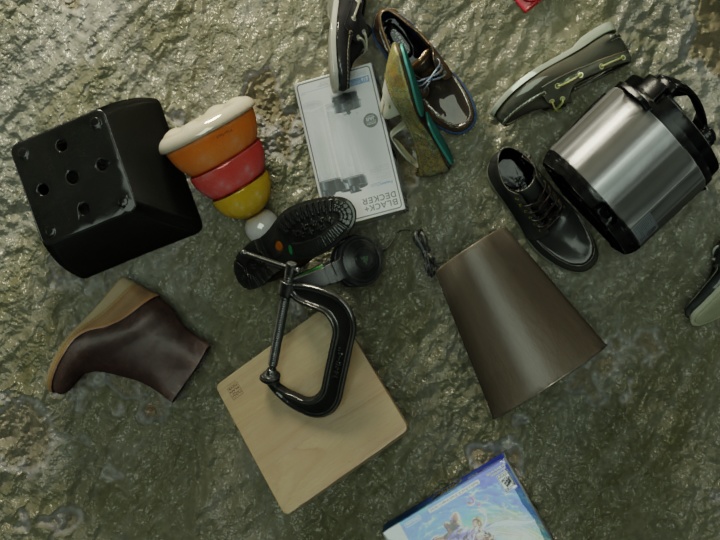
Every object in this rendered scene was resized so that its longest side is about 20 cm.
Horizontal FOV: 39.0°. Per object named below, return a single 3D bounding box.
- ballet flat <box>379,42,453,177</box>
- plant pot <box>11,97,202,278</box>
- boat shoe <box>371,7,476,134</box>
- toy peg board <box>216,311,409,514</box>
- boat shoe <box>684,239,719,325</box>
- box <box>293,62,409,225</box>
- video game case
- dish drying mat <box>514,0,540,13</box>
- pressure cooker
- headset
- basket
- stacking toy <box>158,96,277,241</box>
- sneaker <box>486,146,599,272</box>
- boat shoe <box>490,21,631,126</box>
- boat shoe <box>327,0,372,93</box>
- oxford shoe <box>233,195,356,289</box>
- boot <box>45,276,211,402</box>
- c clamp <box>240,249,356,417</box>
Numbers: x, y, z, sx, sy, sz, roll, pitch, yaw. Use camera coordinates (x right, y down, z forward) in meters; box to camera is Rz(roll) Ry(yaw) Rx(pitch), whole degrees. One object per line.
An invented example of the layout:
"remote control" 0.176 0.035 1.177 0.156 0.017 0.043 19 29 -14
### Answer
"ballet flat" 0.062 -0.201 1.331 0.070 0.071 0.201 -26 128 5
"plant pot" -0.351 -0.118 1.358 0.196 0.177 0.204 -20 87 5
"boat shoe" 0.081 -0.266 1.366 0.072 0.072 0.201 -42 86 4
"toy peg board" -0.057 0.191 1.383 0.198 0.098 0.201 -35 71 4
"boat shoe" 0.496 -0.012 1.338 0.201 0.071 0.068 -51 49 10
"box" -0.011 -0.165 1.382 0.114 0.060 0.204 -12 89 6
"video game case" 0.157 0.379 1.373 0.198 0.045 0.183 -31 88 5
"dish drying mat" 0.194 -0.453 1.382 0.076 0.018 0.201 -36 86 4
"pressure cooker" 0.354 -0.144 1.288 0.200 0.176 0.179 -43 90 8
"headset" 0.000 0.000 1.353 0.197 0.124 0.096 -23 94 -2
"basket" 0.194 0.059 1.328 0.178 0.136 0.202 -31 83 -8
"stacking toy" -0.171 -0.120 1.380 0.144 0.146 0.203 -25 104 5
"sneaker" 0.238 -0.075 1.333 0.075 0.106 0.200 -44 86 4
"boat shoe" 0.266 -0.249 1.348 0.200 0.072 0.061 -34 82 1
"boat shoe" -0.014 -0.320 1.350 0.059 0.074 0.203 3 56 -5
"oxford shoe" -0.077 -0.045 1.346 0.198 0.084 0.074 -27 85 32
"boot" -0.323 0.129 1.406 0.166 0.072 0.201 39 90 6
"c clamp" -0.084 0.086 1.314 0.168 0.027 0.204 13 108 19
